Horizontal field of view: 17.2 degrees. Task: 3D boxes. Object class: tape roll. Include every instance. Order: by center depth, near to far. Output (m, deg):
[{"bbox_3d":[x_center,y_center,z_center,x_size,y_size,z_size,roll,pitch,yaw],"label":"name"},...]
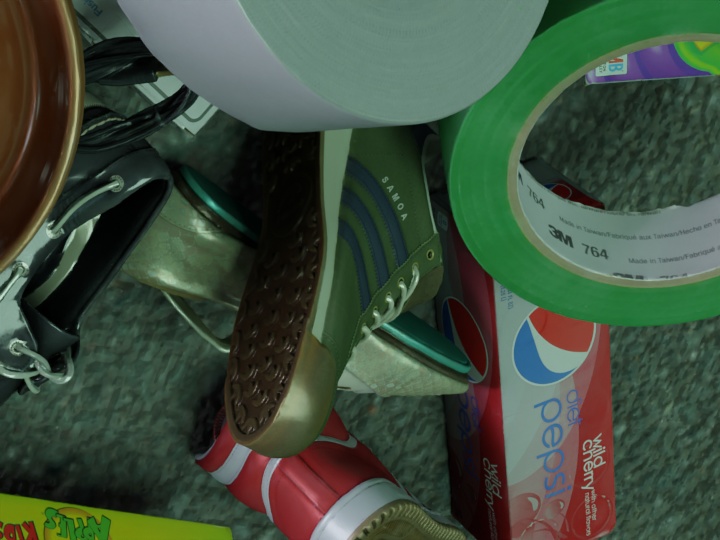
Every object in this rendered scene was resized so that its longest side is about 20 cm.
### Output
[{"bbox_3d":[-0.009,-0.154,0.902,0.200,0.066,0.202,1,89,-44],"label":"tape roll"},{"bbox_3d":[0.135,-0.061,1.054,0.199,0.048,0.201,-4,135,-4],"label":"tape roll"}]

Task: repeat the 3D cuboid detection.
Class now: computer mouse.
[{"bbox_3d":[-0.160,-0.074,0.949,0.199,0.034,0.059,0,105,5],"label":"computer mouse"}]

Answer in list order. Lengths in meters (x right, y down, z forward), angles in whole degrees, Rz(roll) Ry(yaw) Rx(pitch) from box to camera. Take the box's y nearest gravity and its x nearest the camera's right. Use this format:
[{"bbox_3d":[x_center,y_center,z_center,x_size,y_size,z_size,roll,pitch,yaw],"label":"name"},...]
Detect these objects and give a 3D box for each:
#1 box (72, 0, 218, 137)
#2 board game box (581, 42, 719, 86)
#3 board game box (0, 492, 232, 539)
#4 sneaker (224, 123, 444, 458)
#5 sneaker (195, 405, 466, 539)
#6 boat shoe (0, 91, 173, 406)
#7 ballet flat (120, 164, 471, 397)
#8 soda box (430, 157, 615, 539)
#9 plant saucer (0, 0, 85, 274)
[{"bbox_3d":[-0.051,-0.171,1.001,0.200,0.060,0.117,-49,129,-1],"label":"box"},{"bbox_3d":[0.193,-0.158,1.087,0.199,0.105,0.104,-4,119,-3],"label":"board game box"},{"bbox_3d":[-0.163,0.147,1.077,0.199,0.048,0.102,13,140,-37],"label":"board game box"},{"bbox_3d":[0.000,0.000,1.049,0.090,0.201,0.067,25,143,-28],"label":"sneaker"},{"bbox_3d":[-0.015,0.113,1.181,0.071,0.112,0.200,-45,159,-7],"label":"sneaker"},{"bbox_3d":[-0.150,0.021,1.026,0.201,0.063,0.073,-59,157,5],"label":"boat shoe"},{"bbox_3d":[-0.034,0.019,1.115,0.200,0.067,0.062,34,100,-30],"label":"ballet flat"},{"bbox_3d":[0.083,0.050,1.202,0.070,0.063,0.201,-20,123,-22],"label":"soda box"},{"bbox_3d":[-0.204,-0.075,0.916,0.199,0.032,0.202,0,100,2],"label":"plant saucer"}]
